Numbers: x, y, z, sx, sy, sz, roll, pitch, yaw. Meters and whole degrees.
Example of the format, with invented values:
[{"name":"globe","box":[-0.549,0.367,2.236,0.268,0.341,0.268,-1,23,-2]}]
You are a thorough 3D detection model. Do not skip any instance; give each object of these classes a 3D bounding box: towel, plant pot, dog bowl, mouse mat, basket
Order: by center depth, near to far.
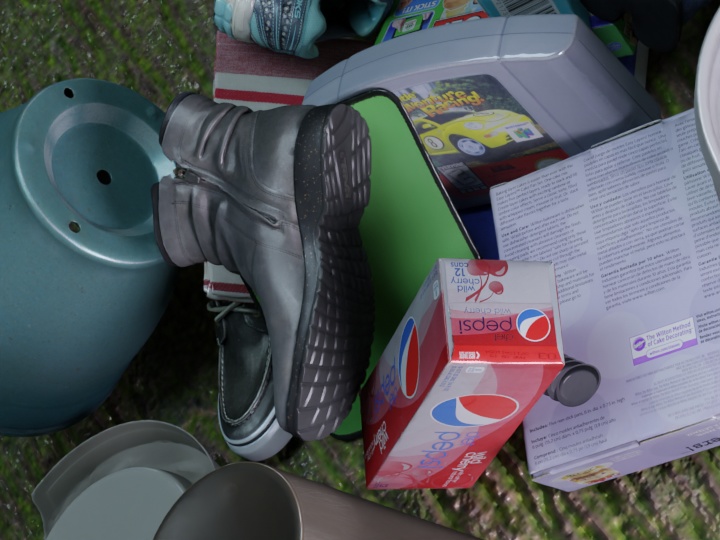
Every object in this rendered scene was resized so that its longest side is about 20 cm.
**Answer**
[{"name":"basket","box":[-0.016,0.195,1.456,0.180,0.200,0.136,-47,43,10]},{"name":"mouse mat","box":[0.000,0.000,1.591,0.160,0.201,0.008,-20,14,32]},{"name":"dog bowl","box":[-0.145,0.198,1.672,0.199,0.059,0.201,-22,52,31]},{"name":"towel","box":[-0.027,-0.064,1.694,0.143,0.023,0.201,4,60,-5]},{"name":"plant pot","box":[-0.198,-0.022,1.709,0.188,0.199,0.201,-42,40,47]}]

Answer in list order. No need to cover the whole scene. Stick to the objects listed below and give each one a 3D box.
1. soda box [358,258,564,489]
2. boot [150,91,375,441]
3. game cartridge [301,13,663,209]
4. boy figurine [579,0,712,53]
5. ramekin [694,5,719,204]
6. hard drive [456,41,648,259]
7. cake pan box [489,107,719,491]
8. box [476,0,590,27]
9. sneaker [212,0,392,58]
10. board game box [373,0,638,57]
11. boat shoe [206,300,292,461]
[{"name":"soda box","box":[0.053,0.062,1.489,0.200,0.070,0.064,117,151,-62]},{"name":"boot","box":[-0.061,-0.003,1.558,0.131,0.070,0.201,3,86,33]},{"name":"game cartridge","box":[0.069,-0.093,1.565,0.199,0.133,0.041,-12,47,37]},{"name":"boy figurine","box":[0.215,-0.219,1.581,0.124,0.065,0.200,34,66,14]},{"name":"ramekin","box":[0.273,-0.072,1.382,0.199,0.105,0.201,-2,67,5]},{"name":"hard drive","box":[0.109,-0.051,1.621,0.131,0.025,0.201,-12,58,37]},{"name":"cake pan box","box":[0.175,0.009,1.482,0.199,0.052,0.185,-22,64,27]},{"name":"box","box":[0.097,-0.214,1.626,0.049,0.082,0.201,-24,36,18]},{"name":"sneaker","box":[-0.008,-0.190,1.743,0.086,0.078,0.200,30,45,22]},{"name":"board game box","box":[0.104,-0.176,1.675,0.199,0.029,0.135,-9,43,38]},{"name":"boat shoe","box":[-0.068,0.022,1.701,0.072,0.071,0.201,-14,57,35]}]
